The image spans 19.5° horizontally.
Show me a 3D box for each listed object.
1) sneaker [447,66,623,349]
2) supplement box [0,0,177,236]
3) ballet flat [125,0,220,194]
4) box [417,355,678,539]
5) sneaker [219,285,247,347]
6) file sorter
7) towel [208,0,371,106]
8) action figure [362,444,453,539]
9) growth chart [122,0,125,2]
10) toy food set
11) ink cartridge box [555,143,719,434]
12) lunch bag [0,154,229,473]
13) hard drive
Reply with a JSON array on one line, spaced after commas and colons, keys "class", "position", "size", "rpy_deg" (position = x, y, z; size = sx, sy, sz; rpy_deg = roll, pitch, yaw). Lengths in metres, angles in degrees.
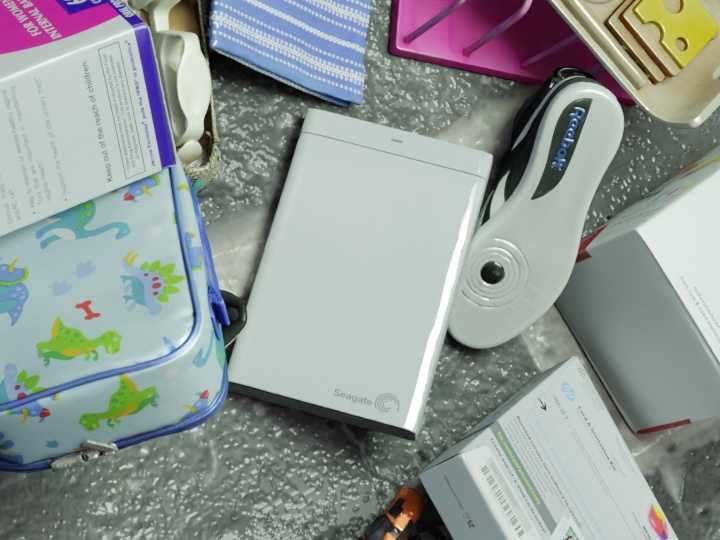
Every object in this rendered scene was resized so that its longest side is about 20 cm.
[{"class": "sneaker", "position": [0.119, -0.046, 1.455], "size": [0.073, 0.112, 0.201], "rpy_deg": [27, 104, -9]}, {"class": "supplement box", "position": [-0.220, -0.085, 1.182], "size": [0.199, 0.101, 0.104], "rpy_deg": [-25, 132, -19]}, {"class": "ballet flat", "position": [-0.123, -0.150, 1.369], "size": [0.067, 0.075, 0.201], "rpy_deg": [-9, 82, -21]}, {"class": "box", "position": [0.130, 0.159, 1.375], "size": [0.157, 0.041, 0.200], "rpy_deg": [61, 33, -2]}, {"class": "sneaker", "position": [-0.164, 0.033, 1.288], "size": [0.199, 0.115, 0.076], "rpy_deg": [-10, 89, -24]}, {"class": "file sorter", "position": [0.139, -0.216, 1.467], "size": [0.199, 0.125, 0.140], "rpy_deg": [10, 76, -21]}, {"class": "towel", "position": [-0.036, -0.225, 1.416], "size": [0.144, 0.024, 0.201], "rpy_deg": [19, 73, -45]}, {"class": "action figure", "position": [0.015, 0.236, 1.348], "size": [0.193, 0.105, 0.201], "rpy_deg": [-29, 103, -18]}, {"class": "growth chart", "position": [-0.198, -0.089, 1.289], "size": [0.144, 0.201, 0.018], "rpy_deg": [-26, 45, -31]}, {"class": "toy food set", "position": [0.197, -0.211, 1.389], "size": [0.200, 0.060, 0.144], "rpy_deg": [48, 66, -9]}, {"class": "ink cartridge box", "position": [0.261, -0.004, 1.463], "size": [0.200, 0.145, 0.145], "rpy_deg": [-33, 92, -26]}, {"class": "lunch bag", "position": [-0.159, 0.015, 1.213], "size": [0.160, 0.083, 0.201], "rpy_deg": [-17, 48, 1]}, {"class": "hard drive", "position": [0.000, 0.000, 1.391], "size": [0.131, 0.027, 0.201], "rpy_deg": [15, 72, 6]}]
